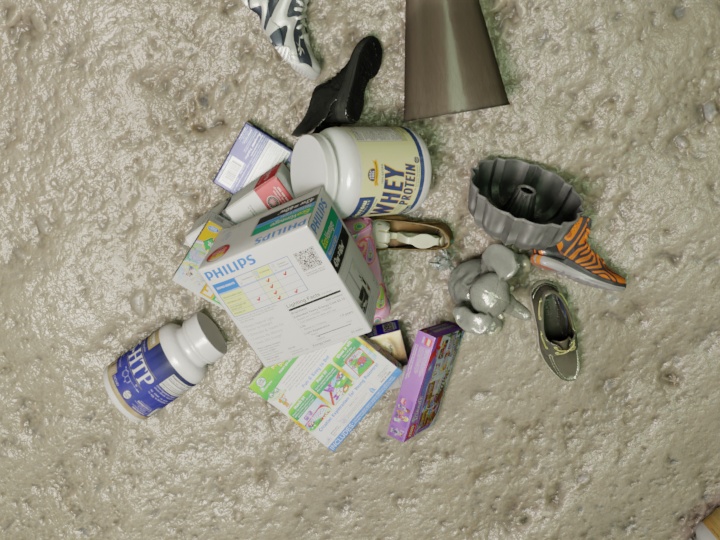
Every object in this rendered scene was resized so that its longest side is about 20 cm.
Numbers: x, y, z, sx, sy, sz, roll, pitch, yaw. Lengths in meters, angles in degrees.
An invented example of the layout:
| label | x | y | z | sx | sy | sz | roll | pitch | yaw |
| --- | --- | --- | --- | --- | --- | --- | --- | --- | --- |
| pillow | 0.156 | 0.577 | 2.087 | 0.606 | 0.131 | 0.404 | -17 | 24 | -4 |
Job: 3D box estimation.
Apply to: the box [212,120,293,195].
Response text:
| label | x | y | z | sx | sy | sz | roll | pitch | yaw |
| --- | --- | --- | --- | --- | --- | --- | --- | --- | --- |
| box | -0.141 | -0.155 | 1.309 | 0.199 | 0.032 | 0.122 | 31 | 101 | -9 |

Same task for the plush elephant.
| label | x | y | z | sx | sy | sz | roll | pitch | yaw |
| --- | --- | --- | --- | --- | --- | --- | --- | --- | --- |
| plush elephant | 0.225 | 0.038 | 1.287 | 0.199 | 0.155 | 0.166 | 25 | 101 | -27 |

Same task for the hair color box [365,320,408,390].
| label | x | y | z | sx | sy | sz | roll | pitch | yaw |
| --- | --- | --- | --- | --- | --- | --- | --- | --- | --- |
| hair color box | -0.011 | 0.173 | 1.379 | 0.198 | 0.065 | 0.111 | -15 | 103 | 0 |

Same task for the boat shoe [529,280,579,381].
| label | x | y | z | sx | sy | sz | roll | pitch | yaw |
| --- | --- | --- | --- | --- | --- | --- | --- | --- | --- |
| boat shoe | 0.363 | 0.120 | 1.383 | 0.071 | 0.060 | 0.204 | -19 | 104 | 2 |

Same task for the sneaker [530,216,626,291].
| label | x | y | z | sx | sy | sz | roll | pitch | yaw |
| --- | --- | --- | --- | --- | --- | --- | --- | --- | --- |
| sneaker | 0.405 | -0.036 | 1.341 | 0.198 | 0.077 | 0.113 | 20 | 88 | -21 |

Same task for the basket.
| label | x | y | z | sx | sy | sz | roll | pitch | yaw |
| --- | --- | --- | --- | --- | --- | --- | --- | --- | --- |
| basket | 0.144 | -0.357 | 1.225 | 0.178 | 0.136 | 0.203 | -8 | 100 | 5 |

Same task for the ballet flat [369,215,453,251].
| label | x | y | z | sx | sy | sz | roll | pitch | yaw |
| --- | --- | --- | --- | --- | --- | --- | --- | --- | --- |
| ballet flat | 0.069 | -0.060 | 1.321 | 0.197 | 0.072 | 0.069 | 6 | 104 | -4 |

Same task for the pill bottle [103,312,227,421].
| label | x | y | z | sx | sy | sz | roll | pitch | yaw |
| --- | --- | --- | --- | --- | --- | --- | --- | --- | --- |
| pill bottle | -0.342 | 0.166 | 1.333 | 0.199 | 0.120 | 0.120 | -35 | 103 | 5 |

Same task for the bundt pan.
| label | x | y | z | sx | sy | sz | roll | pitch | yaw |
| --- | --- | --- | --- | --- | --- | --- | --- | --- | --- |
| bundt pan | 0.270 | -0.105 | 1.265 | 0.199 | 0.203 | 0.076 | 10 | 127 | -5 |

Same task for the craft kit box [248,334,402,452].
| label | x | y | z | sx | sy | sz | roll | pitch | yaw |
| --- | --- | --- | --- | --- | --- | --- | --- | --- | --- |
| craft kit box | -0.062 | 0.186 | 1.327 | 0.197 | 0.049 | 0.200 | 39 | 99 | -12 |

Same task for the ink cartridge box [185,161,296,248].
| label | x | y | z | sx | sy | sz | roll | pitch | yaw |
| --- | --- | --- | --- | --- | --- | --- | --- | --- | --- |
| ink cartridge box | -0.174 | -0.065 | 1.278 | 0.199 | 0.084 | 0.145 | -31 | 110 | 17 |

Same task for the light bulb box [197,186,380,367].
| label | x | y | z | sx | sy | sz | roll | pitch | yaw |
| --- | --- | --- | --- | --- | --- | --- | --- | --- | --- |
| light bulb box | -0.103 | 0.013 | 1.146 | 0.196 | 0.125 | 0.201 | -20 | 118 | 20 |

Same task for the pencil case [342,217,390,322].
| label | x | y | z | sx | sy | sz | roll | pitch | yaw |
| --- | --- | --- | --- | --- | --- | --- | --- | --- | --- |
| pencil case | 0.000 | 0.000 | 1.301 | 0.086 | 0.088 | 0.202 | -14 | 121 | 1 |

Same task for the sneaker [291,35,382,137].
| label | x | y | z | sx | sy | sz | roll | pitch | yaw |
| --- | --- | --- | --- | --- | --- | --- | --- | --- | --- |
| sneaker | -0.038 | -0.302 | 1.257 | 0.060 | 0.103 | 0.202 | 37 | 63 | -45 |

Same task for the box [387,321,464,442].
| label | x | y | z | sx | sy | sz | roll | pitch | yaw |
| --- | --- | --- | --- | --- | --- | --- | --- | --- | --- |
| box | 0.120 | 0.197 | 1.355 | 0.039 | 0.136 | 0.202 | 22 | 103 | 26 |

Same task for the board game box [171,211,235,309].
| label | x | y | z | sx | sy | sz | roll | pitch | yaw |
| --- | --- | --- | --- | --- | --- | --- | --- | --- | --- |
| board game box | -0.193 | 0.010 | 1.249 | 0.199 | 0.034 | 0.135 | 31 | 116 | -15 |

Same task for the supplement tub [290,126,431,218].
| label | x | y | z | sx | sy | sz | roll | pitch | yaw |
| --- | --- | --- | --- | --- | --- | --- | --- | --- | --- |
| supplement tub | 0.001 | -0.160 | 1.222 | 0.198 | 0.145 | 0.147 | -7 | 106 | -32 |

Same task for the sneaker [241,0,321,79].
| label | x | y | z | sx | sy | sz | roll | pitch | yaw |
| --- | --- | --- | --- | --- | --- | --- | --- | --- | --- |
| sneaker | -0.099 | -0.424 | 1.221 | 0.129 | 0.079 | 0.200 | -35 | 93 | 15 |

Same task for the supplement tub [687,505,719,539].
| label | x | y | z | sx | sy | sz | roll | pitch | yaw |
| --- | --- | --- | --- | --- | --- | --- | --- | --- | --- |
| supplement tub | 0.748 | 0.518 | 1.453 | 0.200 | 0.145 | 0.145 | -42 | 102 | 7 |
